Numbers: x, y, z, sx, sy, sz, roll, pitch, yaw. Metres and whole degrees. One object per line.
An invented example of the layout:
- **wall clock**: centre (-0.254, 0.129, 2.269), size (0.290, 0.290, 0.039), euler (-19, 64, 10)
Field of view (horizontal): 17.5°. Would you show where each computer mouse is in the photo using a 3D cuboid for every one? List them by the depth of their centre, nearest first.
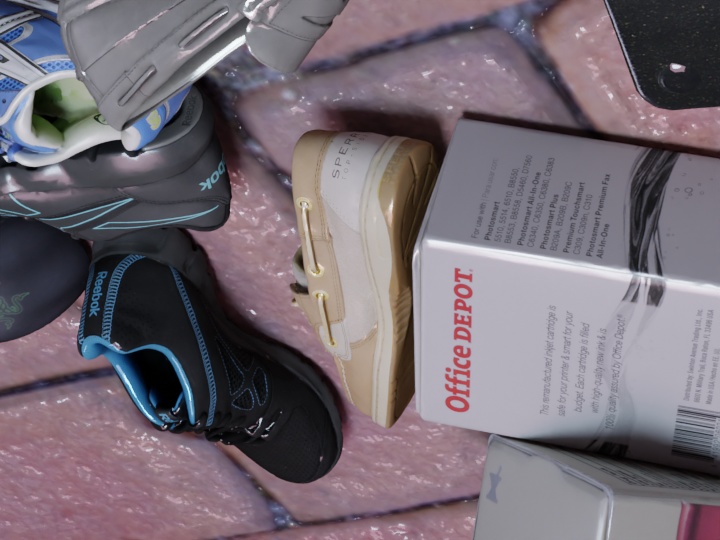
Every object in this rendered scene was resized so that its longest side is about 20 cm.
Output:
- **computer mouse**: centre (-0.239, 0.009, 1.253), size (0.200, 0.053, 0.139), euler (-3, 137, 24)

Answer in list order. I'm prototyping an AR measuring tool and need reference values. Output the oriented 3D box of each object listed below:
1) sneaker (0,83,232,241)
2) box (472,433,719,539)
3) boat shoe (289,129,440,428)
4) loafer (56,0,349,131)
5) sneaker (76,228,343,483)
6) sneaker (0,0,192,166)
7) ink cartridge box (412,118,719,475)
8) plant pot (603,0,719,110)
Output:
- **sneaker**: centre (-0.156, -0.043, 1.139), size (0.200, 0.075, 0.079), euler (0, 141, 22)
- **box**: centre (0.167, 0.152, 1.141), size (0.200, 0.109, 0.128), euler (7, -175, -24)
- **boat shoe**: centre (0.000, 0.000, 1.144), size (0.069, 0.074, 0.200), euler (19, 143, 17)
- **loafer**: centre (-0.034, -0.118, 0.978), size (0.200, 0.070, 0.070), euler (-21, 89, 27)
- **sneaker**: centre (-0.084, 0.062, 1.236), size (0.073, 0.082, 0.200), euler (-17, 132, 34)
- **sneaker**: centre (-0.167, -0.093, 1.079), size (0.200, 0.077, 0.076), euler (-2, 140, 26)
- **ink cartridge box**: centre (0.130, 0.017, 1.095), size (0.200, 0.084, 0.146), euler (11, 143, 9)
- **plant pot**: centre (0.156, -0.166, 0.783), size (0.199, 0.178, 0.200), euler (-3, 137, 23)
